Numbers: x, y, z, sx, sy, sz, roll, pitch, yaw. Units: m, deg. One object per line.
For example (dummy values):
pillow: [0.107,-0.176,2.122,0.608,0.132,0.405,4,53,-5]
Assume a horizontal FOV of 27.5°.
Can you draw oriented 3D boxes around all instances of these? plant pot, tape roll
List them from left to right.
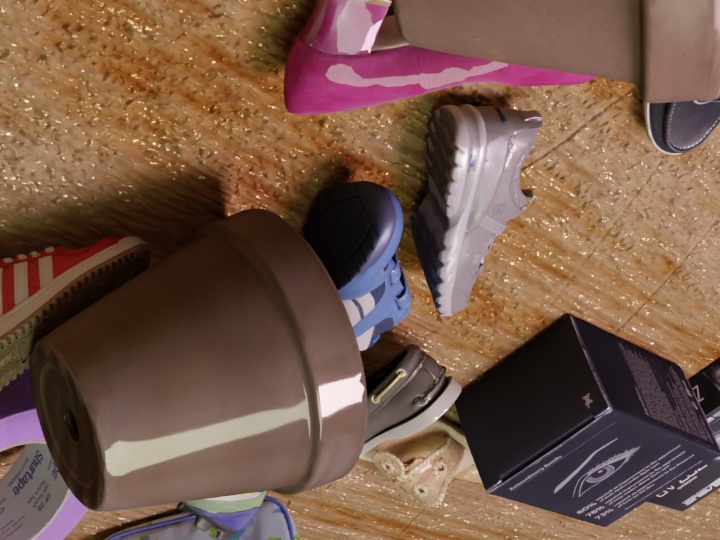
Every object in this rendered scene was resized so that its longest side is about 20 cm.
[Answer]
tape roll: [-0.291,0.160,1.108,0.200,0.066,0.201,-33,147,-24]
plant pot: [-0.119,0.076,0.987,0.173,0.200,0.200,-19,149,-30]
plant pot: [0.105,-0.189,0.803,0.174,0.201,0.201,-2,146,9]

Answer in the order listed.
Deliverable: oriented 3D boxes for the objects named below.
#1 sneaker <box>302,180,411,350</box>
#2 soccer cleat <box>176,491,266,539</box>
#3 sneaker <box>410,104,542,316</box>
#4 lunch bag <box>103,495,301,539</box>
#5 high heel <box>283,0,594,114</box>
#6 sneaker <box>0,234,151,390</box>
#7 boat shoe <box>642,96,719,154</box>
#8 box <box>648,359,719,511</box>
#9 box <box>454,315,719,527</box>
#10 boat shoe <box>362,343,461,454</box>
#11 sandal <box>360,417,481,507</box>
sneaker: [0.000,0.000,1.090,0.082,0.074,0.200,-5,150,-22]
soccer cleat: [-0.148,0.163,1.264,0.084,0.065,0.200,-51,139,-6]
sneaker: [0.088,-0.038,1.071,0.082,0.075,0.200,-8,143,-13]
lunch bag: [-0.143,0.299,1.352,0.199,0.161,0.083,-15,150,-3]
high heel: [0.052,-0.125,0.935,0.199,0.067,0.096,6,129,-24]
sneaker: [-0.247,0.012,1.002,0.200,0.112,0.071,-36,153,-32]
boat shoe: [0.253,-0.145,1.019,0.074,0.062,0.200,-5,144,-22]
box: [0.356,0.169,1.510,0.160,0.044,0.200,22,128,-43]
box: [0.210,0.144,1.352,0.148,0.105,0.200,-38,141,25]
boat shoe: [-0.004,0.123,1.262,0.201,0.072,0.060,-31,104,37]
sandal: [0.073,0.187,1.377,0.211,0.070,0.078,16,132,-40]
